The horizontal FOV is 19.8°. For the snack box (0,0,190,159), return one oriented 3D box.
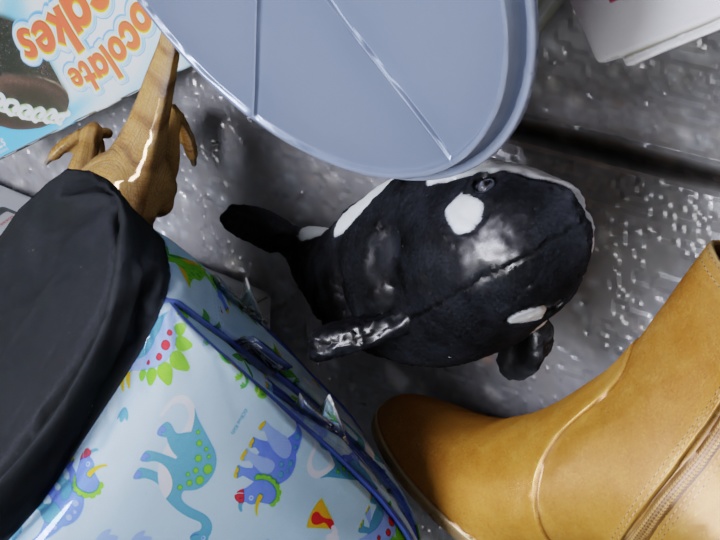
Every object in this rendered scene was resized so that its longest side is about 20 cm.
[{"bbox_3d":[-0.107,-0.128,0.826,0.199,0.037,0.117,-20,101,43],"label":"snack box"}]

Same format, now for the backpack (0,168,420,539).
[{"bbox_3d":[-0.067,0.089,0.758,0.153,0.164,0.200,32,171,43],"label":"backpack"}]

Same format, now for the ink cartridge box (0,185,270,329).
[{"bbox_3d":[-0.142,0.056,0.918,0.199,0.084,0.147,20,125,29],"label":"ink cartridge box"}]

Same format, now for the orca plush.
[{"bbox_3d":[0.000,0.000,0.743,0.199,0.071,0.106,17,131,52],"label":"orca plush"}]

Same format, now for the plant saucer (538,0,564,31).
[{"bbox_3d":[-0.016,-0.146,0.703,0.198,0.050,0.202,9,113,21],"label":"plant saucer"}]

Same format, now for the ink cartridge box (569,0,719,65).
[{"bbox_3d":[0.102,-0.181,0.597,0.144,0.084,0.201,-19,100,43],"label":"ink cartridge box"}]

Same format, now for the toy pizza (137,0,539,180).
[{"bbox_3d":[-0.020,-0.115,0.620,0.199,0.032,0.201,35,149,24],"label":"toy pizza"}]

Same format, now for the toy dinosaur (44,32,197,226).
[{"bbox_3d":[-0.087,-0.038,0.791,0.060,0.106,0.202,15,114,-13],"label":"toy dinosaur"}]

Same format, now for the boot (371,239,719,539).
[{"bbox_3d":[0.099,0.050,0.747,0.201,0.070,0.145,35,117,34],"label":"boot"}]
